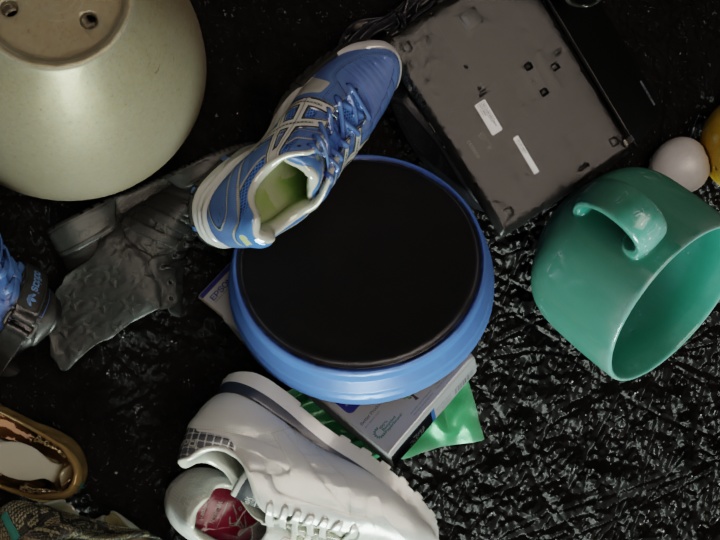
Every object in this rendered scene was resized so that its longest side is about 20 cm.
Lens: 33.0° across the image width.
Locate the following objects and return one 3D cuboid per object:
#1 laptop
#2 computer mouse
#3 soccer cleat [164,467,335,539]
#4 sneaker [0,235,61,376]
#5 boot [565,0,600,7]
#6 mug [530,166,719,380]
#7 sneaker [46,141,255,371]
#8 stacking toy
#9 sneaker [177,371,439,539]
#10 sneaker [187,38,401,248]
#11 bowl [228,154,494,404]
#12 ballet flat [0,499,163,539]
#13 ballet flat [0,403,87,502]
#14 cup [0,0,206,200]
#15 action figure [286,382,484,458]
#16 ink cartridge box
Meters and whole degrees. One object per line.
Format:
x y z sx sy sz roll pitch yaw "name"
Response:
0.137 -0.154 0.976 0.200 0.103 0.178 -34 95 -5 "laptop"
0.075 -0.129 0.976 0.138 0.053 0.200 -38 97 -26 "computer mouse"
-0.055 0.208 0.924 0.199 0.086 0.070 23 85 -18 "soccer cleat"
-0.248 -0.009 0.821 0.111 0.077 0.200 17 120 -15 "sneaker"
0.164 -0.257 0.930 0.067 0.200 0.131 -7 74 21 "boot"
0.213 -0.018 0.962 0.152 0.114 0.186 -23 141 -33 "mug"
-0.151 -0.013 0.901 0.199 0.060 0.105 -25 98 -11 "sneaker"
0.344 -0.108 1.039 0.199 0.146 0.147 -19 98 -1 "stacking toy"
-0.036 0.160 0.878 0.200 0.076 0.081 33 54 1 "sneaker"
-0.032 -0.086 0.873 0.200 0.077 0.076 -50 124 -13 "sneaker"
0.000 0.000 0.899 0.200 0.039 0.201 -1 60 2 "bowl"
-0.190 0.198 0.867 0.068 0.075 0.200 -45 149 0 "ballet flat"
-0.284 0.110 0.857 0.199 0.063 0.069 23 84 -17 "ballet flat"
-0.200 -0.159 0.811 0.199 0.143 0.201 1 81 -9 "cup"
-0.013 0.113 0.952 0.199 0.055 0.119 -20 99 -10 "action figure"
-0.019 0.048 0.922 0.200 0.039 0.099 38 76 21 "ink cartridge box"
